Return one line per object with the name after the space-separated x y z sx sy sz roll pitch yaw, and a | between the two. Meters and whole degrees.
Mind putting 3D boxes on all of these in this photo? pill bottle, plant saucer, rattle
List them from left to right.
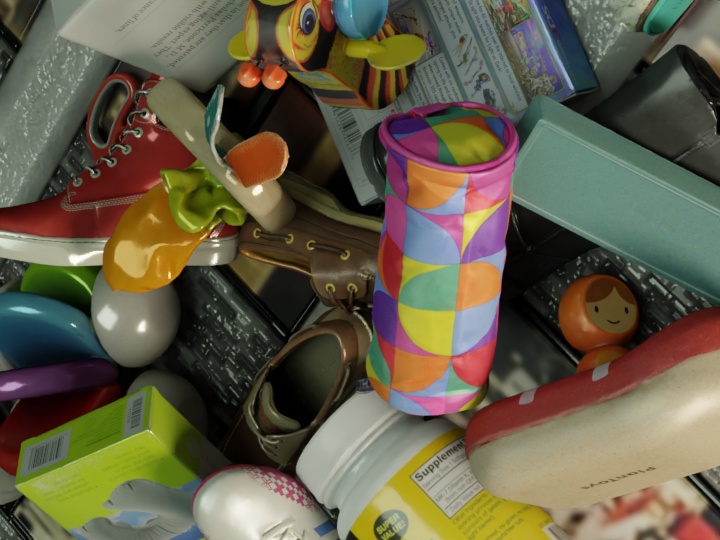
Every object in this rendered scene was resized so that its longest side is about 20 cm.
-0.116 -0.045 1.023 0.142 0.200 0.131 -28 108 -4 | rattle
0.056 0.174 1.084 0.200 0.114 0.115 44 119 18 | pill bottle
0.175 -0.031 0.963 0.198 0.019 0.070 26 123 -9 | plant saucer

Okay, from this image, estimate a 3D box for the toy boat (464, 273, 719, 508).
0.158 0.064 1.006 0.199 0.130 0.132 -23 64 33 | toy boat

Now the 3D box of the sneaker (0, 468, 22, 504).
-0.329 0.115 1.293 0.088 0.200 0.076 -42 35 13 | sneaker

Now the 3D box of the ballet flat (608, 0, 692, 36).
0.208 -0.224 0.937 0.200 0.075 0.064 -47 67 27 | ballet flat

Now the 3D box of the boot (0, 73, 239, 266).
-0.187 -0.078 1.169 0.197 0.072 0.146 -2 101 -11 | boot

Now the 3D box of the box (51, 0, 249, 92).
-0.107 -0.263 1.053 0.199 0.130 0.201 -36 56 31 | box

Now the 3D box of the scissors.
-0.205 -0.060 1.264 0.073 0.014 0.201 36 119 13 | scissors

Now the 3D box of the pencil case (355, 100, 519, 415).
0.045 -0.005 0.965 0.088 0.088 0.202 27 133 25 | pencil case

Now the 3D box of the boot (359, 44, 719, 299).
0.122 -0.075 0.984 0.199 0.164 0.066 -28 40 36 | boot

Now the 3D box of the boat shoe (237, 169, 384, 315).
0.000 0.000 1.099 0.199 0.072 0.068 28 77 30 | boat shoe

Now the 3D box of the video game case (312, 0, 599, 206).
0.039 -0.171 1.068 0.180 0.045 0.202 -25 86 34 | video game case

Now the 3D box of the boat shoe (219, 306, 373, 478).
-0.054 0.096 1.163 0.076 0.072 0.201 45 119 17 | boat shoe

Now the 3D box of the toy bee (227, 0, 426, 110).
-0.038 -0.144 0.971 0.130 0.199 0.110 -3 59 49 | toy bee

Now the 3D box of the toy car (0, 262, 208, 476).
-0.224 0.088 1.219 0.173 0.150 0.202 -8 98 33 | toy car

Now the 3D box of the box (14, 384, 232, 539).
-0.140 0.173 1.163 0.121 0.048 0.200 -24 130 21 | box

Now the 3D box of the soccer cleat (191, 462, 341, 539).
-0.036 0.200 1.110 0.070 0.200 0.086 -47 44 -1 | soccer cleat
